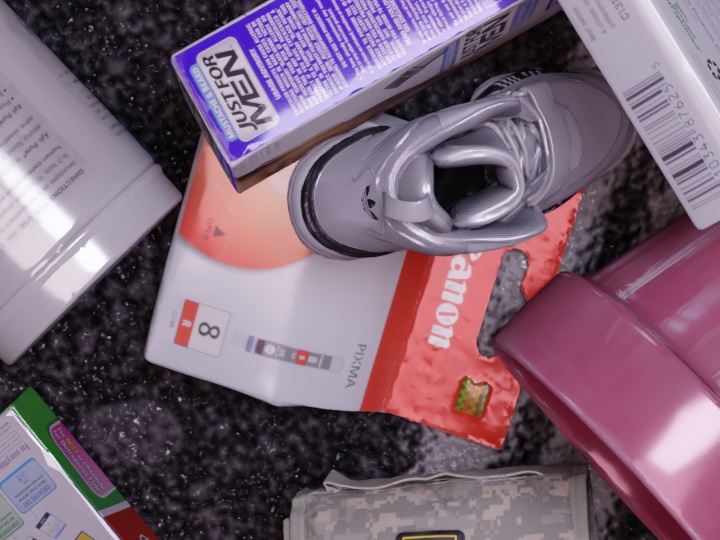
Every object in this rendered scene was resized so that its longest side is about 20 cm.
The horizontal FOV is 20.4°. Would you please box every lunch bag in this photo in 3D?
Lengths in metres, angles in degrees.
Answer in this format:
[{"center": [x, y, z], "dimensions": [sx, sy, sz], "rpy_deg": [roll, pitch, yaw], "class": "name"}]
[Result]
[{"center": [0.051, 0.202, 1.054], "dimensions": [0.163, 0.118, 0.202], "rpy_deg": [-6, 98, 12], "class": "lunch bag"}]

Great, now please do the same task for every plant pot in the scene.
[{"center": [0.192, 0.045, 0.971], "dimensions": [0.179, 0.200, 0.200], "rpy_deg": [-43, 94, -2], "class": "plant pot"}]

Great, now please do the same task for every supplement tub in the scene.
[{"center": [-0.203, -0.066, 1.018], "dimensions": [0.132, 0.132, 0.200], "rpy_deg": [-42, 94, 14], "class": "supplement tub"}]

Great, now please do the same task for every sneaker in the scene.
[{"center": [0.072, -0.051, 0.957], "dimensions": [0.199, 0.115, 0.076], "rpy_deg": [-18, 100, -26], "class": "sneaker"}]

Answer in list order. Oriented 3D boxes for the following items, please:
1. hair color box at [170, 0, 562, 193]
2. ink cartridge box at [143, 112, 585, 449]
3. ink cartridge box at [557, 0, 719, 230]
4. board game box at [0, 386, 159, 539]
[{"center": [0.011, -0.116, 0.962], "dimensions": [0.199, 0.109, 0.065], "rpy_deg": [-28, 87, -3], "class": "hair color box"}, {"center": [0.000, 0.000, 1.049], "dimensions": [0.199, 0.050, 0.163], "rpy_deg": [18, 105, 6], "class": "ink cartridge box"}, {"center": [0.149, -0.137, 0.922], "dimensions": [0.047, 0.200, 0.198], "rpy_deg": [-33, 90, 31], "class": "ink cartridge box"}, {"center": [-0.180, 0.190, 1.119], "dimensions": [0.153, 0.040, 0.200], "rpy_deg": [-38, 96, 13], "class": "board game box"}]
